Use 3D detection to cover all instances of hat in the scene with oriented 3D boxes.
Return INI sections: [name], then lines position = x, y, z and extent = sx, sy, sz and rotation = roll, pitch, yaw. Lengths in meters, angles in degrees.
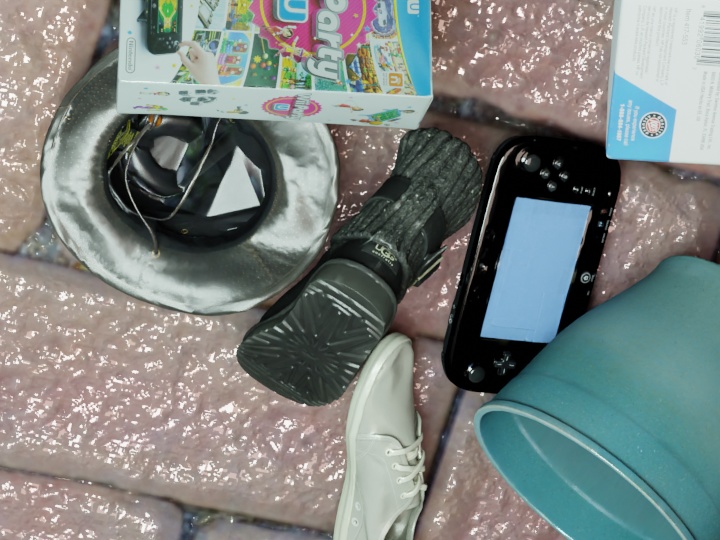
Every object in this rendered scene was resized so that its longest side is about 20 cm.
[hat]
position = -0.115, -0.066, 1.238
extent = 0.200, 0.081, 0.201
rotation = 0, 98, -2

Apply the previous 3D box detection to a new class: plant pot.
[plant pot]
position = 0.216, 0.097, 1.299
extent = 0.188, 0.200, 0.200
rotation = -49, 113, -18

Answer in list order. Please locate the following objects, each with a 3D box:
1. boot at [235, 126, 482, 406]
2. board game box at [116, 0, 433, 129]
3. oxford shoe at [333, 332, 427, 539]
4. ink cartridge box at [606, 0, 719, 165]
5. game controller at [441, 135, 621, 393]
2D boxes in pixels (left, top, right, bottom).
[boot]
position = 0.002, 0.001, 1.279
extent = 0.079, 0.211, 0.158
rotation = 37, 57, -9
[board game box]
position = -0.056, -0.174, 1.172
extent = 0.200, 0.064, 0.148
rotation = 2, 73, -8
[oxford shoe]
position = 0.024, 0.139, 1.336
extent = 0.075, 0.058, 0.200
rotation = -25, 128, -51
[ink cartridge box]
position = 0.272, -0.149, 1.229
extent = 0.200, 0.086, 0.147
rotation = 3, 134, 4
[game controller]
position = 0.126, -0.002, 1.328
extent = 0.104, 0.042, 0.200
rotation = 9, 108, -14
